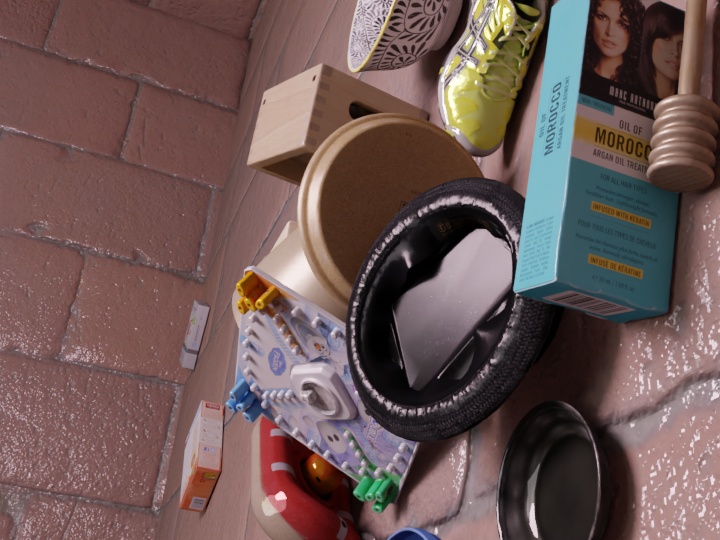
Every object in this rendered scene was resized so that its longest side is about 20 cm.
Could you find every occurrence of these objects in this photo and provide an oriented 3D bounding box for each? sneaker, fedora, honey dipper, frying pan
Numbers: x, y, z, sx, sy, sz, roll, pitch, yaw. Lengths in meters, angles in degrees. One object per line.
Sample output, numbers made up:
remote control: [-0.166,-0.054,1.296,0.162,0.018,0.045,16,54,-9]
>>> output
sneaker: [0.123,-0.203,0.768,0.076,0.075,0.202,173,109,-73]
fedora: [0.080,0.034,0.628,0.200,0.091,0.202,-18,65,46]
honey dipper: [0.203,-0.146,0.517,0.038,0.038,0.202,146,138,-67]
frying pan: [0.130,0.153,0.503,0.190,0.031,0.116,-128,54,-66]

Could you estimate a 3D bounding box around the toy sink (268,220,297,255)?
toy sink: [-0.067,0.038,1.102,0.200,0.129,0.113,127,153,-56]

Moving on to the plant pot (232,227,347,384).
plant pot: [0.000,0.000,0.867,0.200,0.187,0.188,-52,24,22]

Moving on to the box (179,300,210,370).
box: [-0.522,0.201,2.672,0.156,0.041,0.202,-167,92,-74]

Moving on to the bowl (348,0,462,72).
bowl: [0.063,-0.320,1.013,0.201,0.094,0.202,-165,90,-73]

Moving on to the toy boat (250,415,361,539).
toy boat: [-0.036,0.215,0.905,0.130,0.130,0.200,-39,28,14]

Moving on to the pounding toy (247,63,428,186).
pounding toy: [-0.015,-0.175,1.070,0.184,0.199,0.143,-3,72,58]

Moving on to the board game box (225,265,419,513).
board game box: [-0.038,0.116,0.773,0.026,0.199,0.201,-45,-21,-39]

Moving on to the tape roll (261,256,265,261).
tape roll: [-0.192,0.072,1.665,0.203,0.037,0.204,-166,90,-74]

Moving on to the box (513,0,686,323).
box: [0.155,-0.075,0.533,0.049,0.082,0.202,153,129,-67]

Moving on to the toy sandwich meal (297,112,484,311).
toy sandwich meal: [0.032,-0.034,0.740,0.070,0.204,0.207,160,123,-68]

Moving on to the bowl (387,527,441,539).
bowl: [0.041,0.305,0.658,0.201,0.039,0.202,-166,90,-74]

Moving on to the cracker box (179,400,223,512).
cracker box: [-0.344,0.403,1.854,0.201,0.057,0.135,-100,30,-54]
